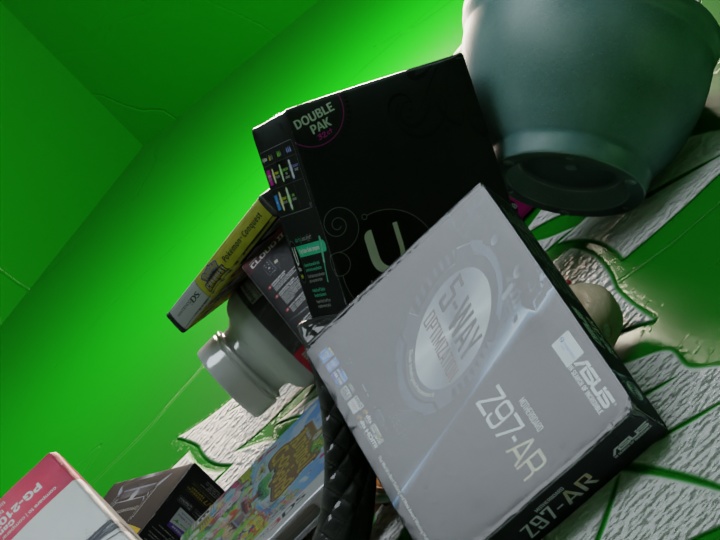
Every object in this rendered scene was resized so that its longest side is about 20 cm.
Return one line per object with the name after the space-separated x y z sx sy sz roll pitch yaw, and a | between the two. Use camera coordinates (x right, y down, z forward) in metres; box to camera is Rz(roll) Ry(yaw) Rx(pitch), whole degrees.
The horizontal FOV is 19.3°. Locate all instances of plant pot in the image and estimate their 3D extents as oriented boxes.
0.165 -0.123 1.584 0.200 0.199 0.135 -24 51 58 | plant pot

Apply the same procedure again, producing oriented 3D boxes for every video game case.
-0.071 -0.044 1.894 0.200 0.026 0.181 -39 -8 -49 | video game case
-0.070 0.180 1.623 0.182 0.022 0.200 -45 12 5 | video game case

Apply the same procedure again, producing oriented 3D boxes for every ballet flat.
-0.018 0.130 1.419 0.066 0.056 0.202 38 -125 -80 | ballet flat

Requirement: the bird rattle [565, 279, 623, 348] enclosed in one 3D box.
0.109 0.061 1.421 0.162 0.113 0.200 -17 16 42 | bird rattle

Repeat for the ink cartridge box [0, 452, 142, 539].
-0.152 0.228 1.379 0.084 0.145 0.200 -43 36 -8 | ink cartridge box

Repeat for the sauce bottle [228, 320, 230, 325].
-0.056 0.031 2.049 0.199 0.066 0.066 -25 23 52 | sauce bottle

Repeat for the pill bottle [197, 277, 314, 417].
-0.050 0.033 1.903 0.200 0.111 0.111 -45 12 2 | pill bottle

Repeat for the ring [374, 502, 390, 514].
-0.036 0.196 1.556 0.200 0.019 0.201 -44 13 12 | ring

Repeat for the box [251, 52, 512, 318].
0.025 -0.039 1.570 0.147 0.202 0.124 -18 2 -15 | box

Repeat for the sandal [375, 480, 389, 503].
0.038 0.091 1.511 0.079 0.060 0.207 -19 23 22 | sandal

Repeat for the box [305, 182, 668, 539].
0.071 0.071 1.288 0.160 0.043 0.201 -42 51 14 | box

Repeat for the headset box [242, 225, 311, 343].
0.000 0.000 1.762 0.149 0.077 0.200 -45 36 1 | headset box

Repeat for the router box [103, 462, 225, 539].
-0.211 0.253 1.863 0.158 0.052 0.200 -52 14 -25 | router box

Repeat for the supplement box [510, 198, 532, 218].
0.144 -0.135 1.829 0.200 0.101 0.103 -47 13 -4 | supplement box
